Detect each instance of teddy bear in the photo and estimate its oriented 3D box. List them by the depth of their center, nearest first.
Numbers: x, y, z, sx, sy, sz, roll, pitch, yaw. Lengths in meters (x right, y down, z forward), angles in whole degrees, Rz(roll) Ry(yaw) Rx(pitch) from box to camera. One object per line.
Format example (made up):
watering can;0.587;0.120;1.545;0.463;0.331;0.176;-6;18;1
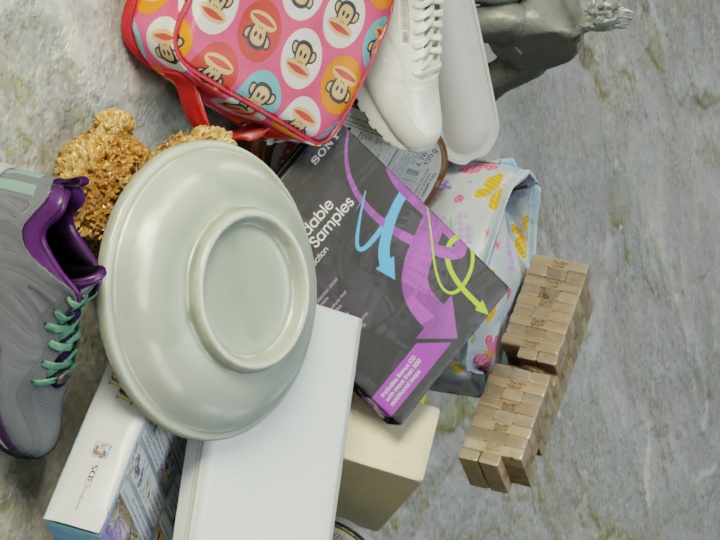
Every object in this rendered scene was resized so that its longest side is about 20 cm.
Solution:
teddy bear;-0.134;-0.030;1.381;0.145;0.067;0.201;-34;144;-12

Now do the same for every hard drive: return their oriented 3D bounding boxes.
hard drive;-0.064;0.118;1.402;0.131;0.026;0.202;19;74;-42

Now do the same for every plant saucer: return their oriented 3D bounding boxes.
plant saucer;-0.086;0.013;1.326;0.199;0.050;0.202;3;87;-49

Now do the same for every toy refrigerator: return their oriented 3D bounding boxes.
toy refrigerator;0.005;0.154;1.647;0.200;0.075;0.070;116;-10;-70

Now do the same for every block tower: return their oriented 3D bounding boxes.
block tower;0.143;0.087;1.675;0.058;0.054;0.201;66;41;-56

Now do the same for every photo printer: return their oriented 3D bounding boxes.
photo printer;0.054;-0.198;1.701;0.167;0.069;0.201;-123;-167;-50

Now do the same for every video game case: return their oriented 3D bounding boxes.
video game case;-0.150;0.137;1.392;0.200;0.045;0.182;81;24;-59

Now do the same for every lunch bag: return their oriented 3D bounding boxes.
lunch bag;-0.074;-0.175;1.442;0.200;0.082;0.177;31;78;-47
lunch bag;0.058;-0.003;1.721;0.127;0.168;0.201;46;55;-60

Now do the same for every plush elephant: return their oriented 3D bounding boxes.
plush elephant;0.157;-0.278;1.914;0.165;0.199;0.156;38;42;-54

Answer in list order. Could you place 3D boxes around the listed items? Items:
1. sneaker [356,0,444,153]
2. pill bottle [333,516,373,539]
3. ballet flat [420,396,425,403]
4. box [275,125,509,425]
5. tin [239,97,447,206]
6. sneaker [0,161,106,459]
sneaker;0.031;-0.190;1.553;0.076;0.080;0.201;-33;107;-57
pill bottle;-0.062;0.281;1.591;0.200;0.111;0.112;-33;124;-60
ballet flat;0.010;0.033;1.600;0.067;0.066;0.202;-36;123;-63
box;0.000;0.000;1.534;0.200;0.036;0.143;43;76;-12
tin;-0.010;-0.090;1.608;0.199;0.042;0.112;15;107;-44
sneaker;-0.199;0.032;1.258;0.074;0.087;0.201;-43;133;-55
